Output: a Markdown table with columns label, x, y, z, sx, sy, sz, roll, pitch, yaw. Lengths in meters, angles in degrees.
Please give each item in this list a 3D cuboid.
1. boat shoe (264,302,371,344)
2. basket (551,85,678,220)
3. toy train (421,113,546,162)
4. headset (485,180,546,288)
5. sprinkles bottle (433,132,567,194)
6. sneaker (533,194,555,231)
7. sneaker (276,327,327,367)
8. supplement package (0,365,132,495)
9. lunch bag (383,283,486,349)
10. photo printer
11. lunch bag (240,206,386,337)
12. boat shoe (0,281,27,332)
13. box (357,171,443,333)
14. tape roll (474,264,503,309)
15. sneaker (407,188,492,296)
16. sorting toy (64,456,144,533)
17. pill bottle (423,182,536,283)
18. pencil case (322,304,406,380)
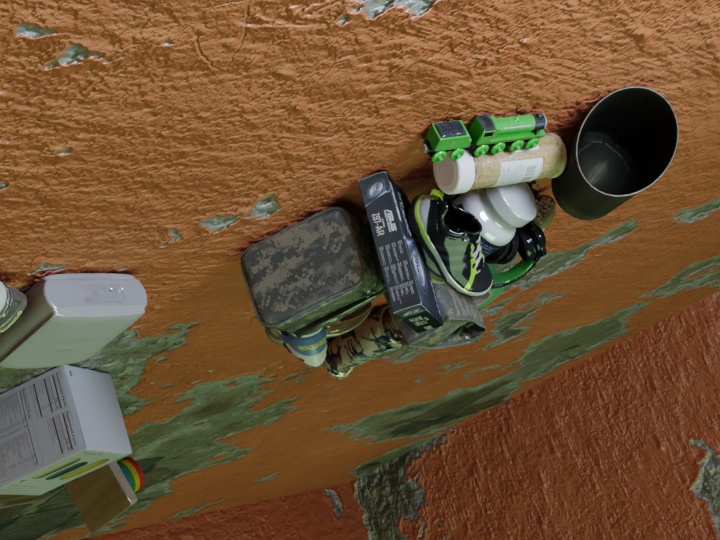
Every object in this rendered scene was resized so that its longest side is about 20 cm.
| label | x | y | z | sx | sy | sz | roll | pitch | yaw |
| --- | --- | --- | --- | --- | --- | --- | --- | --- | --- |
| boat shoe | -0.070 | 0.078 | 1.937 | 0.198 | 0.076 | 0.072 | -18 | 161 | -15 |
| basket | 0.366 | -0.159 | 1.635 | 0.181 | 0.136 | 0.200 | -51 | 176 | -14 |
| toy train | 0.172 | -0.186 | 1.490 | 0.198 | 0.042 | 0.057 | -11 | 150 | -28 |
| headset | 0.242 | -0.057 | 1.771 | 0.122 | 0.094 | 0.201 | -8 | 141 | -26 |
| sprinkles bottle | 0.201 | -0.154 | 1.563 | 0.198 | 0.069 | 0.068 | -11 | 160 | -30 |
| sneaker | 0.239 | -0.089 | 1.809 | 0.198 | 0.077 | 0.089 | -20 | 151 | -15 |
| sneaker | -0.106 | 0.094 | 1.798 | 0.073 | 0.083 | 0.200 | -21 | -157 | -11 |
| supplement package | -0.525 | 0.275 | 1.862 | 0.198 | 0.152 | 0.152 | -25 | 162 | 13 |
| lunch bag | 0.130 | 0.046 | 1.914 | 0.117 | 0.165 | 0.199 | -35 | 158 | 24 |
| photo printer | -0.418 | 0.076 | 1.534 | 0.199 | 0.070 | 0.165 | -34 | 158 | 35 |
| lunch bag | -0.053 | 0.007 | 1.636 | 0.198 | 0.141 | 0.168 | -27 | 164 | 15 |
| boat shoe | -0.521 | 0.078 | 1.420 | 0.200 | 0.073 | 0.060 | -31 | 156 | 17 |
| box | 0.059 | -0.023 | 1.566 | 0.043 | 0.202 | 0.160 | -18 | 163 | 11 |
| tape roll | 0.187 | 0.051 | 2.191 | 0.198 | 0.049 | 0.201 | -18 | 162 | -6 |
| sneaker | 0.146 | -0.037 | 1.585 | 0.082 | 0.072 | 0.200 | -13 | 131 | 41 |
| sorting toy | -0.515 | 0.391 | 2.164 | 0.069 | 0.200 | 0.200 | -25 | 171 | -45 |
| pill bottle | 0.168 | -0.072 | 1.689 | 0.115 | 0.117 | 0.199 | 0 | 154 | -48 |
| pencil case | 0.007 | 0.149 | 2.206 | 0.199 | 0.090 | 0.077 | -33 | 159 | 36 |
